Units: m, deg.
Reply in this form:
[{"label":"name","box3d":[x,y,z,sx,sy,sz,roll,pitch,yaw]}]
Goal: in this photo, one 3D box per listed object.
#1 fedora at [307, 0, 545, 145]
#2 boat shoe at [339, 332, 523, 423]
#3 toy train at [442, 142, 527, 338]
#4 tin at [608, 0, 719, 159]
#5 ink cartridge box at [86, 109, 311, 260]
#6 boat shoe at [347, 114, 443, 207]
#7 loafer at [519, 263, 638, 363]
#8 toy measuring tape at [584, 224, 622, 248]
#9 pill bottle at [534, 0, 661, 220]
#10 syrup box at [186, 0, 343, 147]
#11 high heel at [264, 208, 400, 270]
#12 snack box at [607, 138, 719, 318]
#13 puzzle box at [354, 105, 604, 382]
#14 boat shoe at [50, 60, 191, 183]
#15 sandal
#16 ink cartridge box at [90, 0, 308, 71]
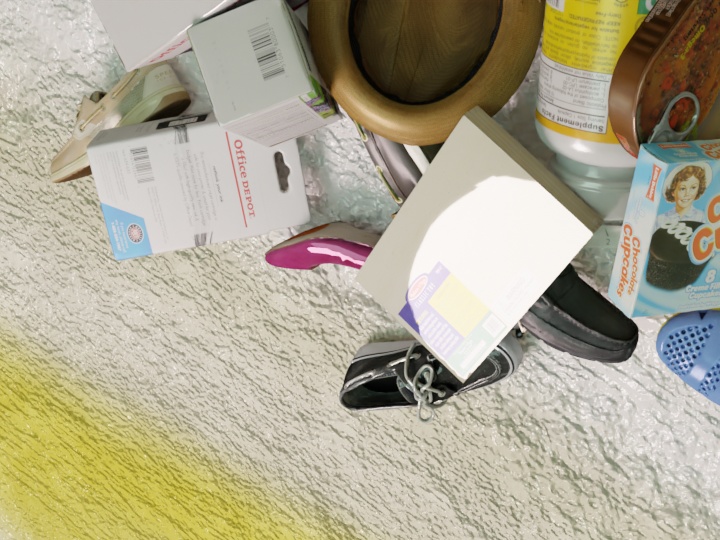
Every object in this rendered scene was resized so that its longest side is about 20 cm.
[{"label":"fedora","box3d":[0.053,-0.203,0.845,0.196,0.082,0.205,1,97,7]},{"label":"boat shoe","box3d":[0.060,0.099,1.000,0.196,0.068,0.074,-7,125,36]},{"label":"toy train","box3d":[0.122,-0.036,0.931,0.045,0.034,0.203,-12,106,25]},{"label":"tin","box3d":[0.246,-0.159,0.719,0.111,0.042,0.201,33,96,-33]},{"label":"ink cartridge box","box3d":[-0.151,-0.090,1.026,0.196,0.067,0.118,-9,110,3]},{"label":"boat shoe","box3d":[0.013,-0.147,0.922,0.060,0.072,0.203,-24,100,33]},{"label":"loafer","box3d":[0.147,0.006,0.881,0.199,0.068,0.071,32,126,8]},{"label":"toy measuring tape","box3d":[0.227,-0.014,0.850,0.197,0.073,0.075,5,115,30]},{"label":"pill bottle","box3d":[0.188,-0.147,0.785,0.111,0.113,0.204,15,119,25]},{"label":"syrup box","box3d":[-0.072,-0.158,0.872,0.080,0.200,0.080,-20,90,7]},{"label":"high heel","box3d":[0.000,0.000,1.007,0.197,0.067,0.098,-12,101,25]},{"label":"snack box","box3d":[0.276,-0.034,0.746,0.037,0.196,0.118,-125,35,-55]},{"label":"puzzle box","box3d":[0.087,-0.015,0.849,0.133,0.025,0.201,43,132,8]},{"label":"boat shoe","box3d":[-0.258,-0.155,1.095,0.198,0.072,0.066,-29,89,34]},{"label":"sandal","box3d":[0.323,0.097,0.832,0.198,0.087,0.081,29,126,20]},{"label":"ink cartridge box","box3d":[-0.105,-0.247,0.868,0.146,0.200,0.087,-23,99,38]}]
